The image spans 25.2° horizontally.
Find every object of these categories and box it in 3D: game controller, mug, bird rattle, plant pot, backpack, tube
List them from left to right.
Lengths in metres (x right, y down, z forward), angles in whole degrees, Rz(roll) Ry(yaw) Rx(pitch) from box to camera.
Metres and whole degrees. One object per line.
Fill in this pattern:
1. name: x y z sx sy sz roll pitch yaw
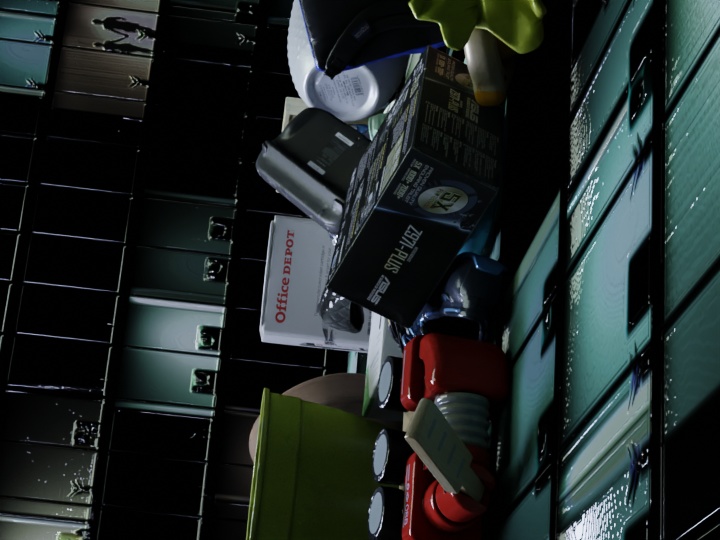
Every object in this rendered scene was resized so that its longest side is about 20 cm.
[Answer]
1. game controller: -0.036 -0.110 1.719 0.200 0.104 0.042 40 165 49
2. plant pot: -0.022 0.254 1.937 0.201 0.199 0.175 100 158 -43
3. plant pot: -0.016 0.232 1.659 0.200 0.191 0.202 -173 90 -86
4. mug: -0.015 -0.278 1.847 0.176 0.146 0.201 -83 -8 -49
5. backpack: 0.036 -0.308 1.674 0.168 0.199 0.164 -82 -22 -75
6. tube: 0.104 -0.049 1.483 0.201 0.050 0.078 111 167 -50
7. bird rattle: 0.106 -0.237 1.395 0.201 0.112 0.164 -84 -13 -52

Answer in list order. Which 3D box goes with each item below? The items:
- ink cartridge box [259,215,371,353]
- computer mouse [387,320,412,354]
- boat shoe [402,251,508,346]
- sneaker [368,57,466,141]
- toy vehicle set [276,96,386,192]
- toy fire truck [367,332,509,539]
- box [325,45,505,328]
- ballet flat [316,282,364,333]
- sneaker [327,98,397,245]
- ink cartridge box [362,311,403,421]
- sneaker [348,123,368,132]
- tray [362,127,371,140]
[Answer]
1. ink cartridge box: -0.018 0.021 1.947 0.083 0.198 0.148 115 162 -79
2. computer mouse: 0.049 0.112 1.545 0.059 0.034 0.201 -75 -28 -56
3. boat shoe: 0.075 0.048 1.429 0.200 0.084 0.069 100 -173 -66
4. sneaker: 0.070 -0.154 1.576 0.074 0.117 0.201 -86 6 -53
5. toy vehicle set: 0.001 -0.140 1.939 0.027 0.198 0.125 -90 9 -49
6. toy fire truck: 0.068 0.126 1.287 0.200 0.128 0.177 132 146 -63
7. box: 0.052 -0.077 1.428 0.164 0.086 0.200 -59 11 31
8. ballet flat: 0.000 0.000 1.729 0.200 0.057 0.067 114 -178 -56
9. sneaker: 0.051 -0.105 1.775 0.079 0.129 0.200 41 119 30
10. ink cartridge box: 0.057 0.043 1.686 0.146 0.084 0.201 108 168 -68
11. sneaker: 0.011 -0.129 1.859 0.075 0.198 0.087 -52 -40 -80
12. tray: 0.014 -0.068 1.833 0.022 0.107 0.201 32 153 50
